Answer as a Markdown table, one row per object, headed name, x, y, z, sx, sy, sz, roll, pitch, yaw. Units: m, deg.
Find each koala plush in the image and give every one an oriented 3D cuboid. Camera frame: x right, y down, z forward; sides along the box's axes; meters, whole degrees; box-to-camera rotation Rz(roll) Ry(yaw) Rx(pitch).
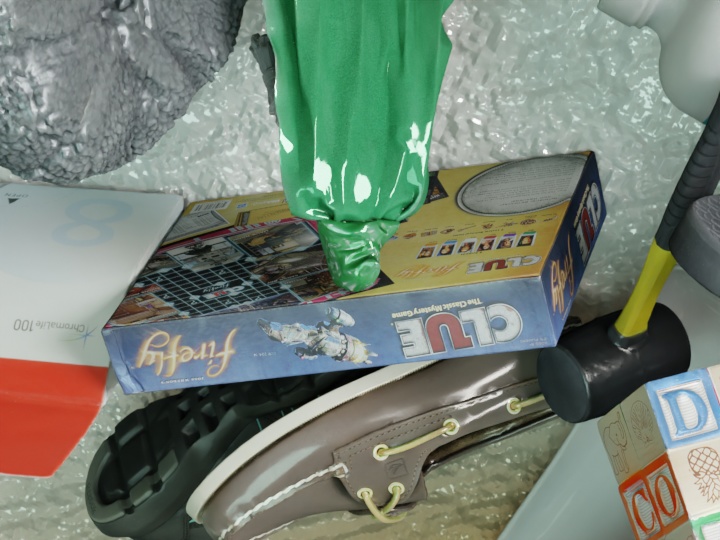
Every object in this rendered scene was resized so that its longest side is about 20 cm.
| name | x | y | z | sx | sy | sz | roll | pitch | yaw |
| --- | --- | --- | --- | --- | --- | --- | --- | --- | --- |
| koala plush | -0.169 | -0.125 | 1.165 | 0.199 | 0.185 | 0.177 | 1 | 159 | 42 |

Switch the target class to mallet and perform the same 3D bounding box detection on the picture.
| name | x | y | z | sx | sy | sz | roll | pitch | yaw |
| --- | --- | --- | --- | --- | --- | --- | --- | --- | --- |
| mallet | 0.120 | -0.005 | 1.130 | 0.041 | 0.066 | 0.200 | 53 | 154 | 26 |

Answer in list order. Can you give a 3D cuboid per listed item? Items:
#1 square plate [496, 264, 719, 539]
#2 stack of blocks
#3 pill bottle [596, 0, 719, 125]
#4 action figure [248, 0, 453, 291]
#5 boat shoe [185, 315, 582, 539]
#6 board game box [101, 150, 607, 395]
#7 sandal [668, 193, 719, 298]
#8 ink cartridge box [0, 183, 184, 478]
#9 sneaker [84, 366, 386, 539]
| name | x | y | z | sx | sy | sz | roll | pitch | yaw |
| --- | --- | --- | --- | --- | --- | --- | --- | --- | --- |
| square plate | 0.185 | 0.116 | 1.262 | 0.197 | 0.028 | 0.201 | 30 | 119 | 1 |
| stack of blocks | 0.211 | 0.085 | 1.112 | 0.059 | 0.199 | 0.116 | 129 | 125 | -64 |
| pill bottle | 0.200 | -0.092 | 1.112 | 0.199 | 0.111 | 0.111 | 29 | 119 | 1 |
| action figure | -0.005 | -0.091 | 1.139 | 0.117 | 0.055 | 0.201 | 3 | 81 | -22 |
| boat shoe | 0.018 | 0.077 | 1.220 | 0.199 | 0.072 | 0.060 | -29 | 75 | -9 |
| board game box | 0.000 | 0.000 | 1.197 | 0.199 | 0.136 | 0.035 | -7 | 113 | 19 |
| sandal | 0.194 | -0.004 | 1.126 | 0.076 | 0.199 | 0.043 | 47 | 123 | 35 |
| ink cartridge box | -0.182 | 0.020 | 1.219 | 0.159 | 0.200 | 0.048 | 5 | 117 | 13 |
| sneaker | -0.040 | 0.068 | 1.289 | 0.200 | 0.076 | 0.079 | -37 | 131 | 20 |
